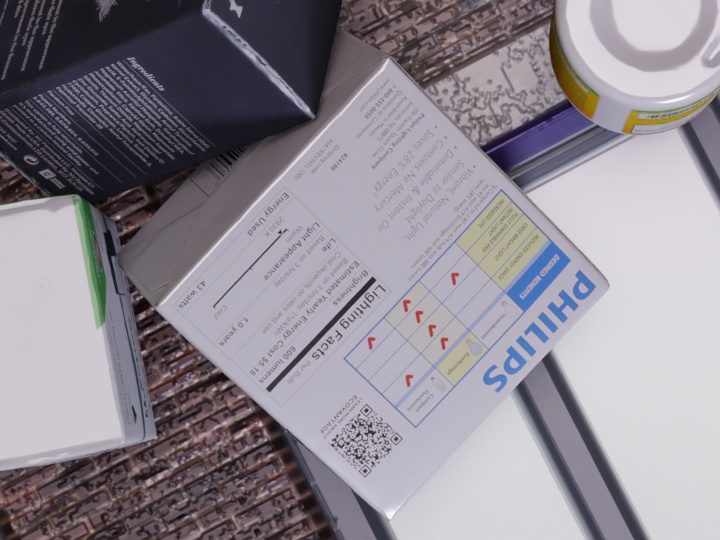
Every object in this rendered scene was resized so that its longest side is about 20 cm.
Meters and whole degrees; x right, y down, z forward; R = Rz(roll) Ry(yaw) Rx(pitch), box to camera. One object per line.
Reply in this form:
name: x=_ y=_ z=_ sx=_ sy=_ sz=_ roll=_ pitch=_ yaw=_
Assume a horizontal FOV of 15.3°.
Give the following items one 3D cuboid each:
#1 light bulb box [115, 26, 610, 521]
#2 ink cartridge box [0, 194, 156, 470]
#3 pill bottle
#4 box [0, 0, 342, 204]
light bulb box: x=0.000 y=0.000 z=1.575 sx=0.198 sy=0.125 sz=0.200 roll=-46 pitch=112 yaw=-1
ink cartridge box: x=-0.180 y=0.039 z=1.578 sx=0.082 sy=0.200 sz=0.148 roll=-11 pitch=88 yaw=0
pill bottle: x=0.166 y=-0.139 z=1.570 sx=0.110 sy=0.200 sz=0.112 roll=0 pitch=87 yaw=2
box: x=-0.117 y=-0.143 z=1.562 sx=0.199 sy=0.104 sz=0.149 roll=-17 pitch=45 yaw=35
